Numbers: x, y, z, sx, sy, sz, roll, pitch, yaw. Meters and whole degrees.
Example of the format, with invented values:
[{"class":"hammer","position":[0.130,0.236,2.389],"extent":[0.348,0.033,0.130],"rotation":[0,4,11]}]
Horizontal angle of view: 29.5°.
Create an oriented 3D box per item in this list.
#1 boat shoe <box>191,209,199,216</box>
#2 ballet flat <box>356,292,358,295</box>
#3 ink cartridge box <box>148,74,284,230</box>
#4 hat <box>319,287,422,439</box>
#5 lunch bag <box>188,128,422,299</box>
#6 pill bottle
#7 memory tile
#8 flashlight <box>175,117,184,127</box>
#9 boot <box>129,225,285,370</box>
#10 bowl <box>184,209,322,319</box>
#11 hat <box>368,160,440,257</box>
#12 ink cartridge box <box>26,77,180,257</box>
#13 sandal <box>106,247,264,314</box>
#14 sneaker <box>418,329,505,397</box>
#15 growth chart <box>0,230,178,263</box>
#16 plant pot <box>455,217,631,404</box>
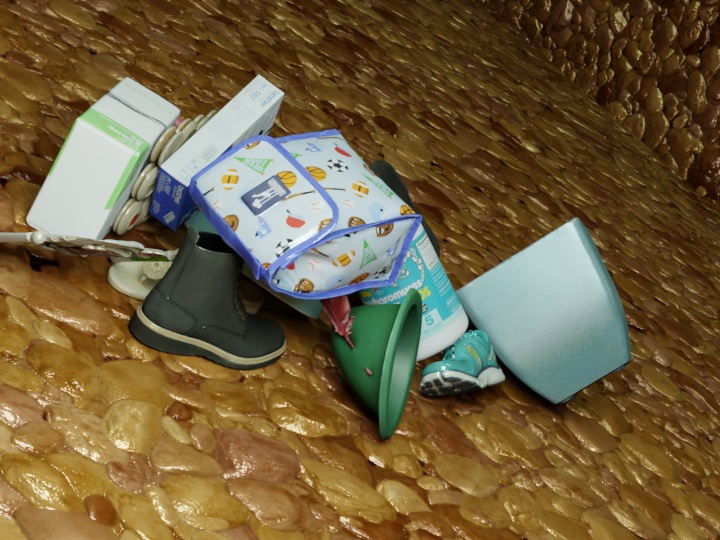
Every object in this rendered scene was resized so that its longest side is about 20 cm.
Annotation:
[{"class":"boat shoe","position":[-0.201,-0.106,1.801],"extent":[0.200,0.066,0.073],"rotation":[42,23,22]},{"class":"ballet flat","position":[0.000,0.000,1.783],"extent":[0.200,0.074,0.074],"rotation":[54,6,-35]},{"class":"ink cartridge box","position":[-0.173,-0.144,1.653],"extent":[0.044,0.094,0.200],"rotation":[36,54,6]},{"class":"hat","position":[-0.030,0.080,1.575],"extent":[0.175,0.201,0.166],"rotation":[11,-27,12]},{"class":"lunch bag","position":[-0.064,-0.060,1.470],"extent":[0.199,0.124,0.170],"rotation":[-12,47,-38]},{"class":"pill bottle","position":[0.046,0.006,1.689],"extent":[0.201,0.110,0.111],"rotation":[62,18,-11]},{"class":"memory tile","position":[-0.231,-0.121,1.664],"extent":[0.017,0.154,0.200],"rotation":[33,19,4]},{"class":"flashlight","position":[-0.254,-0.200,1.934],"extent":[0.199,0.068,0.068],"rotation":[30,24,-10]},{"class":"boot","position":[-0.137,0.030,1.494],"extent":[0.199,0.139,0.078],"rotation":[9,31,-46]},{"class":"bowl","position":[-0.104,-0.041,1.659],"extent":[0.200,0.105,0.201],"rotation":[36,3,-2]},{"class":"hat","position":[0.032,-0.050,1.876],"extent":[0.201,0.081,0.201],"rotation":[49,24,-30]},{"class":"ink cartridge box","position":[-0.297,-0.126,1.601],"extent":[0.084,0.146,0.200],"rotation":[30,22,-5]},{"class":"sandal","position":[-0.191,-0.003,1.586],"extent":[0.211,0.070,0.078],"rotation":[12,29,-41]},{"class":"sneaker","position":[0.122,0.116,1.725],"extent":[0.200,0.077,0.080],"rotation":[-5,83,-68]},{"class":"growth chart","position":[-0.305,-0.026,1.455],"extent":[0.199,0.018,0.144],"rotation":[9,-6,-42]},{"class":"plant pot","position":[0.271,0.070,1.870],"extent":[0.201,0.196,0.196],"rotation":[60,10,10]}]
